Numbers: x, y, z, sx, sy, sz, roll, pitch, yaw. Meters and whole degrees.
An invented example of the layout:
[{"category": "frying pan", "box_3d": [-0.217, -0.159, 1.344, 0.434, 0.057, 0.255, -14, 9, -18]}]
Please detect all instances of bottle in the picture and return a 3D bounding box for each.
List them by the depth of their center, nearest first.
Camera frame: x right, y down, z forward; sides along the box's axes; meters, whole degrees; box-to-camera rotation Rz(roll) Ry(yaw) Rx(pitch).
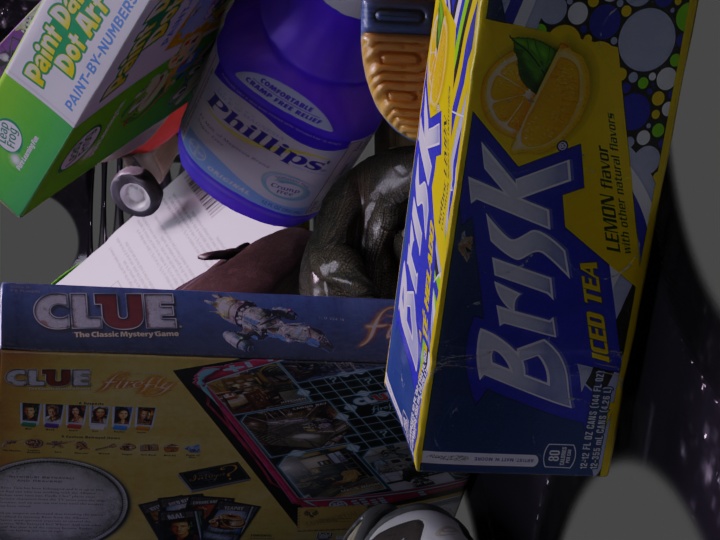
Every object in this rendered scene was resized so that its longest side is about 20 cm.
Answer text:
[{"category": "bottle", "box_3d": [-0.024, -0.089, 0.820, 0.065, 0.083, 0.200, -62, 5, -28]}]

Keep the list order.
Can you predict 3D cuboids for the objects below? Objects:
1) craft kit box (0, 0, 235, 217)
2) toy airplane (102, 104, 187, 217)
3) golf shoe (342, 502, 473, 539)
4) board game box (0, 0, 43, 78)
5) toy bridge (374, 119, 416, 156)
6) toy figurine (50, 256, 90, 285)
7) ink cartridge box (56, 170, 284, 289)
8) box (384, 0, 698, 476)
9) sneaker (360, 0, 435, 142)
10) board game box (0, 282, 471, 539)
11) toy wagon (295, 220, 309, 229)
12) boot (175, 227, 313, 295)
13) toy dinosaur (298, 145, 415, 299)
[{"category": "craft kit box", "box_3d": [-0.067, -0.135, 0.815, 0.197, 0.049, 0.200, -39, -8, -46]}, {"category": "toy airplane", "box_3d": [-0.102, -0.136, 1.033, 0.199, 0.141, 0.200, -47, 17, -9]}, {"category": "golf shoe", "box_3d": [0.017, 0.192, 0.727, 0.094, 0.077, 0.201, 158, 112, -76]}, {"category": "board game box", "box_3d": [-0.103, -0.141, 0.886, 0.200, 0.032, 0.120, -46, -7, -2]}, {"category": "toy bridge", "box_3d": [0.017, -0.141, 0.890, 0.067, 0.027, 0.201, 142, 129, -74]}, {"category": "toy figurine", "box_3d": [-0.091, 0.093, 1.157, 0.150, 0.200, 0.184, -46, -50, -39]}, {"category": "ink cartridge box", "box_3d": [-0.102, 0.034, 1.038, 0.044, 0.174, 0.200, 47, -178, -35]}, {"category": "box", "box_3d": [0.056, -0.036, 0.598, 0.064, 0.070, 0.201, -112, 27, -66]}, {"category": "sneaker", "box_3d": [0.042, -0.142, 0.712, 0.088, 0.075, 0.201, 108, 170, -85]}, {"category": "board game box", "box_3d": [-0.050, 0.065, 0.765, 0.136, 0.199, 0.035, 106, 162, -46]}, {"category": "toy wagon", "box_3d": [-0.063, -0.069, 1.217, 0.155, 0.039, 0.201, 122, 148, -65]}, {"category": "boot", "box_3d": [-0.115, 0.057, 0.941, 0.200, 0.072, 0.166, -22, 18, 41]}, {"category": "toy dinosaur", "box_3d": [0.000, 0.000, 0.837, 0.102, 0.077, 0.201, -118, 29, -53]}]
